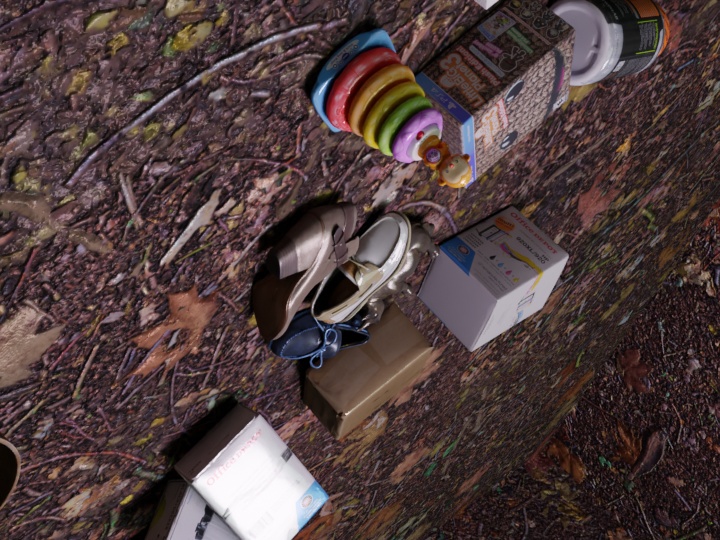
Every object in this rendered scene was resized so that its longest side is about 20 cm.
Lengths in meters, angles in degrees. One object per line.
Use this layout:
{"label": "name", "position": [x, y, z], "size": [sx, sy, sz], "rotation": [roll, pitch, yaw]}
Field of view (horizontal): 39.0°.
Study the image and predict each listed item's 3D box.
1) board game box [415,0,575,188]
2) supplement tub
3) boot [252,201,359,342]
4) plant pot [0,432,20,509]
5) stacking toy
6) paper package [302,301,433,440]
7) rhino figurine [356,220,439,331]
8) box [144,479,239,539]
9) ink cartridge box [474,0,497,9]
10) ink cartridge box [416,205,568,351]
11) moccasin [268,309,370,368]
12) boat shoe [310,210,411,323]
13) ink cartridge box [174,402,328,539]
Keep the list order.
{"label": "board game box", "position": [0.174, -0.236, 1.335], "size": [0.200, 0.097, 0.160], "rotation": [-41, 157, -10]}
{"label": "supplement tub", "position": [0.349, -0.332, 1.439], "size": [0.199, 0.123, 0.123], "rotation": [-18, 146, -46]}
{"label": "boot", "position": [-0.067, -0.002, 1.363], "size": [0.146, 0.070, 0.201], "rotation": [-32, 154, -34]}
{"label": "plant pot", "position": [-0.412, 0.130, 0.830], "size": [0.187, 0.200, 0.187], "rotation": [-36, 157, -19]}
{"label": "stacking toy", "position": [0.048, -0.159, 1.119], "size": [0.116, 0.200, 0.110], "rotation": [-43, 157, -1]}
{"label": "paper package", "position": [0.007, 0.172, 1.706], "size": [0.200, 0.104, 0.191], "rotation": [-37, 166, -18]}
{"label": "rhino figurine", "position": [0.046, 0.008, 1.559], "size": [0.201, 0.060, 0.087], "rotation": [-57, 150, 8]}
{"label": "box", "position": [-0.238, 0.425, 1.617], "size": [0.200, 0.060, 0.117], "rotation": [40, 55, -35]}
{"label": "ink cartridge box", "position": [0.160, -0.373, 1.119], "size": [0.200, 0.067, 0.117], "rotation": [-39, 156, -13]}
{"label": "ink cartridge box", "position": [0.233, 0.011, 1.785], "size": [0.199, 0.147, 0.145], "rotation": [-28, 152, -35]}
{"label": "moccasin", "position": [-0.052, 0.097, 1.550], "size": [0.199, 0.068, 0.081], "rotation": [-18, 145, -48]}
{"label": "boat shoe", "position": [0.000, 0.000, 1.468], "size": [0.201, 0.075, 0.068], "rotation": [-56, 157, 21]}
{"label": "ink cartridge box", "position": [-0.167, 0.328, 1.574], "size": [0.145, 0.084, 0.200], "rotation": [-44, 117, -18]}
